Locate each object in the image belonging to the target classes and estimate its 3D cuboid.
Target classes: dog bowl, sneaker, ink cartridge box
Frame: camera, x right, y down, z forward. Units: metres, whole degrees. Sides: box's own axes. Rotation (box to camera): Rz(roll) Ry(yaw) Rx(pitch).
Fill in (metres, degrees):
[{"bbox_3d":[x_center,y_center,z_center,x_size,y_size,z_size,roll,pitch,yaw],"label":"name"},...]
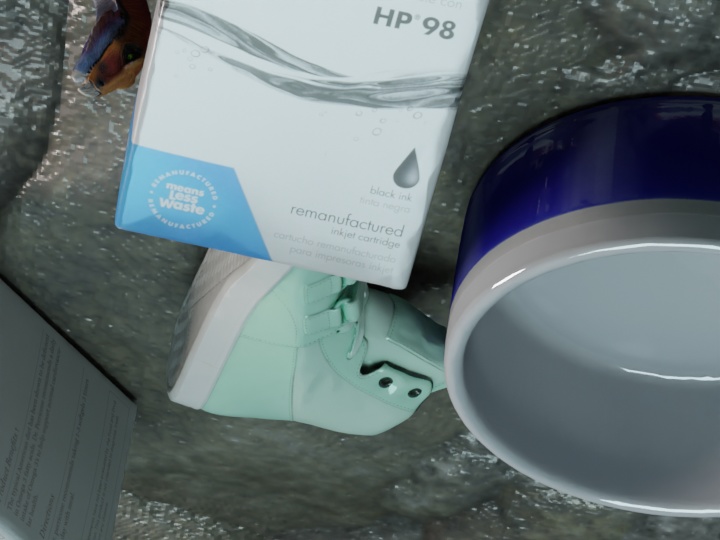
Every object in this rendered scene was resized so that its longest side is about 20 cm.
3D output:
[{"bbox_3d":[0.137,0.019,1.175,0.200,0.079,0.200,5,144,4],"label":"dog bowl"},{"bbox_3d":[0.000,0.000,1.188,0.118,0.074,0.201,13,142,-15],"label":"sneaker"},{"bbox_3d":[-0.015,-0.100,1.010,0.116,0.067,0.200,12,125,-5],"label":"ink cartridge box"}]

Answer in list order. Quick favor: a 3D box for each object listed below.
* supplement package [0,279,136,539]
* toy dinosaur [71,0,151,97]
[{"bbox_3d":[-0.212,0.068,1.278,0.117,0.117,0.200,-15,137,29],"label":"supplement package"},{"bbox_3d":[-0.157,-0.127,1.041,0.181,0.105,0.200,-1,135,-22],"label":"toy dinosaur"}]
